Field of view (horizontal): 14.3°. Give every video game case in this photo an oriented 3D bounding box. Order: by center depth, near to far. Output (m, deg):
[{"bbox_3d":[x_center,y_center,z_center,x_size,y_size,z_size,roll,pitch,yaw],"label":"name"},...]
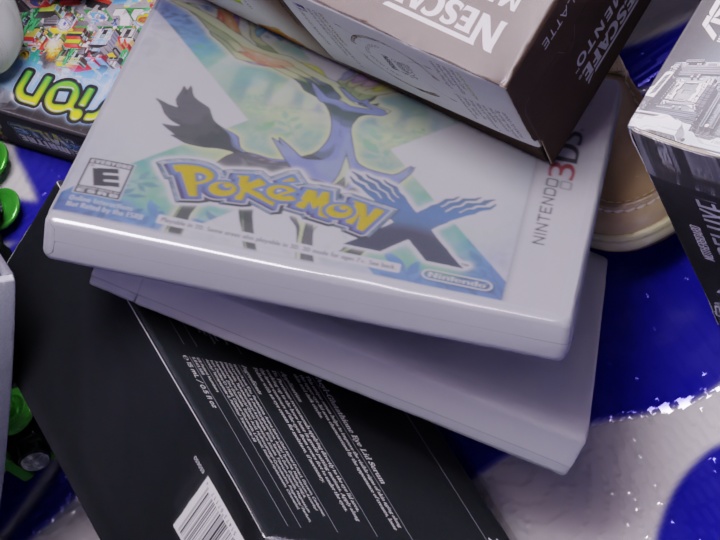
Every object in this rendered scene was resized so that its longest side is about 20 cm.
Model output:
[{"bbox_3d":[-0.005,-0.042,1.122,0.199,0.022,0.183,11,34,5],"label":"video game case"}]

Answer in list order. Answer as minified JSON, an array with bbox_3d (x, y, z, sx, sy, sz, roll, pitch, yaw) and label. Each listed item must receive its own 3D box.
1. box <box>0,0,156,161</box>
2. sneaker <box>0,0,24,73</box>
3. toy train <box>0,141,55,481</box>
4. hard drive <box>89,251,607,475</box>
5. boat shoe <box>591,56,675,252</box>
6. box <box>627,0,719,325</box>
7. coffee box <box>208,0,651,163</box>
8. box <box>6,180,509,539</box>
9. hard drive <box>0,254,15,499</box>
[{"bbox_3d":[-0.115,-0.104,1.353,0.199,0.035,0.110,16,68,30],"label":"box"},{"bbox_3d":[-0.230,-0.123,1.274,0.070,0.200,0.081,-16,59,35],"label":"sneaker"},{"bbox_3d":[-0.177,0.013,1.307,0.056,0.042,0.201,-29,53,16],"label":"toy train"},{"bbox_3d":[0.000,0.000,1.149,0.199,0.027,0.132,22,34,-5],"label":"hard drive"},{"bbox_3d":[0.076,-0.088,1.237,0.072,0.065,0.200,-25,51,-9],"label":"boat shoe"},{"bbox_3d":[0.190,-0.087,1.139,0.050,0.158,0.201,21,71,31],"label":"box"},{"bbox_3d":[0.012,-0.139,1.136,0.199,0.080,0.115,28,80,25],"label":"coffee box"},{"bbox_3d":[-0.046,0.065,1.147,0.079,0.141,0.200,-55,48,26],"label":"box"},{"bbox_3d":[-0.191,0.040,1.201,0.042,0.201,0.135,-15,49,-27],"label":"hard drive"}]
